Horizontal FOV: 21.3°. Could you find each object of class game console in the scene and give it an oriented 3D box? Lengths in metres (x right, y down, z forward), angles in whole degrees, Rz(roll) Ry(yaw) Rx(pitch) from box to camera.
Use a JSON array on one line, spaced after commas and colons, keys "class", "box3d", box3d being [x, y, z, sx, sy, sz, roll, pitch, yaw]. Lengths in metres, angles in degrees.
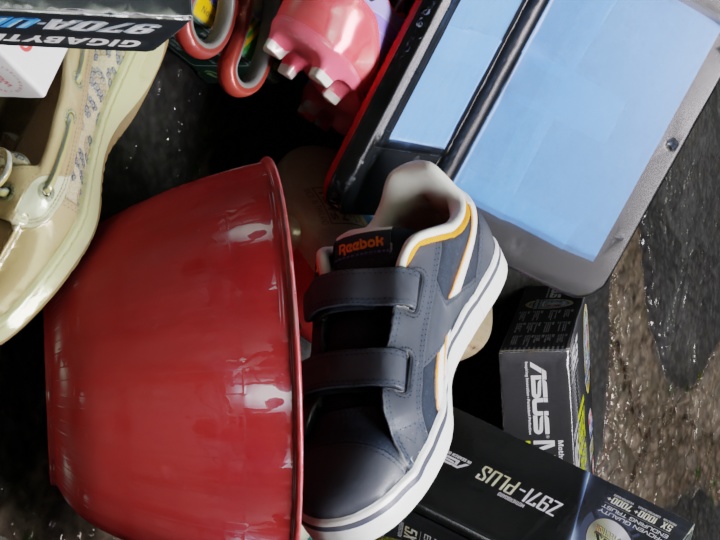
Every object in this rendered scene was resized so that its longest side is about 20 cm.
[{"class": "game console", "box3d": [0.096, -0.094, 0.979, 0.200, 0.119, 0.172, -63, 161, 11]}]

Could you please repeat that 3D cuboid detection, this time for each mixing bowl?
[{"class": "mixing bowl", "box3d": [-0.091, 0.048, 0.883, 0.200, 0.108, 0.200, 178, -90, -81]}]

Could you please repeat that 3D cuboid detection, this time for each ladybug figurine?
[{"class": "ladybug figurine", "box3d": [0.000, 0.000, 1.051, 0.200, 0.072, 0.136, 22, 35, -57]}]

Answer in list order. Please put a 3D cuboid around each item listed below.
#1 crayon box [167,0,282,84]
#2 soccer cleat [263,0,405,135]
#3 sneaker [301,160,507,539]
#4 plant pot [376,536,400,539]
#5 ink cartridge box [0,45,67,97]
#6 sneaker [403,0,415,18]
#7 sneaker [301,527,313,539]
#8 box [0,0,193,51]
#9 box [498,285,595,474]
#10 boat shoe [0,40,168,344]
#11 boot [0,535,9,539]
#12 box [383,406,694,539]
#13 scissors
[{"class": "crayon box", "box3d": [-0.066, -0.212, 0.974, 0.126, 0.052, 0.200, 35, 65, -51]}, {"class": "soccer cleat", "box3d": [0.002, -0.110, 0.997, 0.076, 0.067, 0.200, -54, 165, -4]}, {"class": "sneaker", "box3d": [0.006, 0.032, 0.890, 0.079, 0.078, 0.200, 59, 37, -33]}, {"class": "plant pot", "box3d": [-0.017, 0.239, 0.971, 0.200, 0.187, 0.187, -55, 135, -32]}, {"class": "ink cartridge box", "box3d": [-0.167, -0.153, 0.819, 0.115, 0.068, 0.200, 45, 59, -46]}, {"class": "sneaker", "box3d": [0.019, -0.165, 1.008, 0.082, 0.070, 0.200, -54, 131, -34]}, {"class": "sneaker", "box3d": [-0.038, 0.132, 1.057, 0.200, 0.070, 0.093, -31, 137, -52]}, {"class": "box", "box3d": [-0.168, -0.169, 0.731, 0.200, 0.046, 0.159, -1, 79, -28]}, {"class": "box", "box3d": [0.122, 0.105, 1.218, 0.200, 0.044, 0.160, -47, 135, -76]}, {"class": "boat shoe", "box3d": [-0.152, -0.055, 0.860, 0.063, 0.073, 0.200, 47, 49, -39]}, {"class": "boot", "box3d": [-0.094, 0.162, 0.848, 0.182, 0.200, 0.073, 20, 81, -54]}, {"class": "box", "box3d": [0.081, 0.202, 1.088, 0.086, 0.164, 0.200, -42, 149, -45]}, {"class": "scissors", "box3d": [-0.052, -0.187, 0.944, 0.073, 0.014, 0.200, 24, 74, -51]}]
